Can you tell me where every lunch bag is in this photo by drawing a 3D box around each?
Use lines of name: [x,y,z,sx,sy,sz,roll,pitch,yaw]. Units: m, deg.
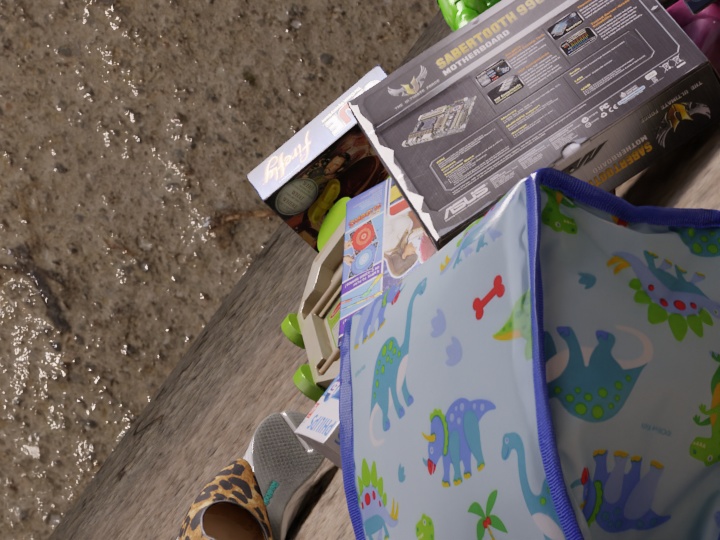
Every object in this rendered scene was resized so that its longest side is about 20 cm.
lunch bag: [0.075,0.088,0.934,0.170,0.127,0.201,137,140,-55]

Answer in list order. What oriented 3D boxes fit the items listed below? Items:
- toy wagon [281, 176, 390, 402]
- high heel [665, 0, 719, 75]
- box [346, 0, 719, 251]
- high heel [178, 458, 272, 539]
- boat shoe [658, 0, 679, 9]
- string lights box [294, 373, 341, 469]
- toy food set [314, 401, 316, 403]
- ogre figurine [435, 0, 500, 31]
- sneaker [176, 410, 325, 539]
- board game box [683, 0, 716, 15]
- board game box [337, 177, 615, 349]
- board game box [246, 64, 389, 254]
toy wagon: [0.000,0.000,1.752,0.155,0.039,0.200,-53,26,21]
high heel: [0.195,-0.142,1.588,0.096,0.067,0.200,-59,11,-21]
box: [0.108,-0.102,1.486,0.200,0.048,0.159,-34,43,2]
high heel: [-0.073,0.180,1.631,0.143,0.071,0.200,-54,19,42]
boat shoe: [0.225,-0.200,1.755,0.200,0.060,0.074,-54,7,-22]
string lights box: [0.046,0.051,1.607,0.200,0.059,0.103,-52,10,-8]
toy food set: [0.038,0.032,1.827,0.198,0.049,0.200,-46,8,39]
ogre figurine: [0.113,-0.146,1.768,0.098,0.201,0.120,-12,35,5]
sneaker: [-0.086,0.196,1.766,0.200,0.070,0.080,-53,-9,-42]
board game box: [0.261,-0.245,1.514,0.200,0.062,0.200,-34,8,2]
board game box: [0.074,-0.031,1.543,0.200,0.034,0.136,-27,38,29]
board game box: [0.015,-0.061,1.887,0.135,0.200,0.035,-40,51,6]
